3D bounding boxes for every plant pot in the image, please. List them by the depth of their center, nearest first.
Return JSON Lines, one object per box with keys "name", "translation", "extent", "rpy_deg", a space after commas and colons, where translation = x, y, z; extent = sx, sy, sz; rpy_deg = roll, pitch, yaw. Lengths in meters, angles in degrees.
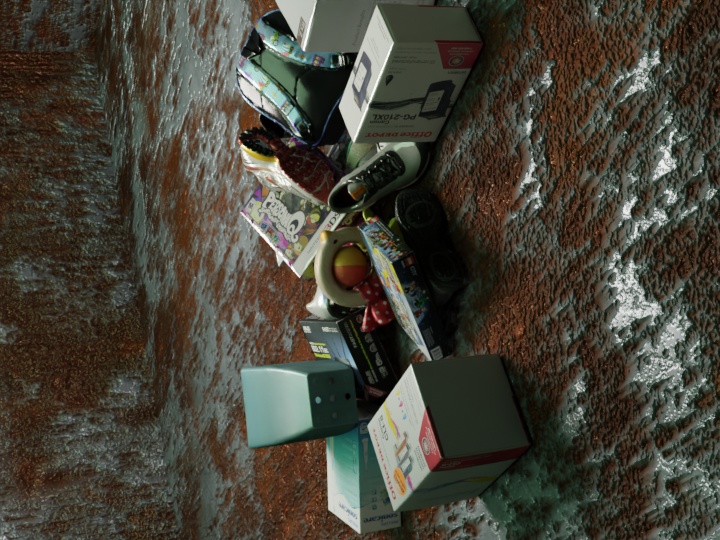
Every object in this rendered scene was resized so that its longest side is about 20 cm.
{"name": "plant pot", "translation": [-0.092, 0.223, 1.786], "extent": [0.200, 0.140, 0.143], "rpy_deg": [-16, 79, 57]}

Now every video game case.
{"name": "video game case", "translation": [-0.099, -0.112, 1.813], "extent": [0.182, 0.036, 0.200], "rpy_deg": [-52, 56, 12]}

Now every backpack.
{"name": "backpack", "translation": [-0.093, -0.316, 1.693], "extent": [0.199, 0.134, 0.183], "rpy_deg": [35, 110, 17]}

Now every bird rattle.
{"name": "bird rattle", "translation": [0.000, 0.000, 1.713], "extent": [0.113, 0.162, 0.202], "rpy_deg": [-153, 66, -66]}

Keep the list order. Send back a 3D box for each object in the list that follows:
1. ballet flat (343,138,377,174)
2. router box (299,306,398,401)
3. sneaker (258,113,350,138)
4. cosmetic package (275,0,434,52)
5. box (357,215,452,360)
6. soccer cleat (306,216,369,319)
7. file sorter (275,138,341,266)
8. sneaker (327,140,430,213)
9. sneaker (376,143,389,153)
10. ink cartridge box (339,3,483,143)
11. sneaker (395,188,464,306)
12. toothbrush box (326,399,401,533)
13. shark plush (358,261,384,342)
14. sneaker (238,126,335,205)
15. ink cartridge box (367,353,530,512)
{"name": "ballet flat", "translation": [0.007, -0.176, 1.805], "extent": [0.062, 0.067, 0.200], "rpy_deg": [48, 148, 17]}
{"name": "router box", "translation": [-0.023, 0.143, 1.840], "extent": [0.151, 0.062, 0.200], "rpy_deg": [66, 158, -7]}
{"name": "sneaker", "translation": [-0.070, -0.254, 1.799], "extent": [0.199, 0.106, 0.075], "rpy_deg": [11, 123, 29]}
{"name": "cosmetic package", "translation": [-0.005, -0.443, 1.593], "extent": [0.166, 0.198, 0.166], "rpy_deg": [-116, 32, -40]}
{"name": "box", "translation": [0.068, 0.029, 1.592], "extent": [0.137, 0.037, 0.201], "rpy_deg": [50, 166, 56]}
{"name": "soccer cleat", "translation": [-0.033, -0.009, 1.784], "extent": [0.086, 0.070, 0.201], "rpy_deg": [-2, 55, 46]}
{"name": "file sorter", "translation": [-0.097, -0.131, 1.949], "extent": [0.139, 0.123, 0.202], "rpy_deg": [130, 132, -59]}
{"name": "sneaker", "translation": [0.029, -0.144, 1.648], "extent": [0.200, 0.079, 0.074], "rpy_deg": [-34, 92, 32]}
{"name": "sneaker", "translation": [0.039, -0.237, 1.680], "extent": [0.074, 0.079, 0.202], "rpy_deg": [-140, 49, -56]}
{"name": "ink cartridge box", "translation": [0.069, -0.281, 1.519], "extent": [0.201, 0.144, 0.085], "rpy_deg": [115, 143, -49]}
{"name": "sneaker", "translation": [0.094, -0.034, 1.601], "extent": [0.091, 0.075, 0.201], "rpy_deg": [107, 153, -56]}
{"name": "toothbrush box", "translation": [0.003, 0.341, 1.845], "extent": [0.146, 0.085, 0.202], "rpy_deg": [-170, 78, -65]}
{"name": "shark plush", "translation": [0.012, 0.031, 1.844], "extent": [0.201, 0.090, 0.083], "rpy_deg": [56, 170, 25]}
{"name": "sneaker", "translation": [-0.122, -0.167, 1.783], "extent": [0.199, 0.078, 0.083], "rpy_deg": [35, 144, 23]}
{"name": "ink cartridge box", "translation": [0.120, 0.233, 1.488], "extent": [0.200, 0.143, 0.146], "rpy_deg": [118, 141, -52]}
